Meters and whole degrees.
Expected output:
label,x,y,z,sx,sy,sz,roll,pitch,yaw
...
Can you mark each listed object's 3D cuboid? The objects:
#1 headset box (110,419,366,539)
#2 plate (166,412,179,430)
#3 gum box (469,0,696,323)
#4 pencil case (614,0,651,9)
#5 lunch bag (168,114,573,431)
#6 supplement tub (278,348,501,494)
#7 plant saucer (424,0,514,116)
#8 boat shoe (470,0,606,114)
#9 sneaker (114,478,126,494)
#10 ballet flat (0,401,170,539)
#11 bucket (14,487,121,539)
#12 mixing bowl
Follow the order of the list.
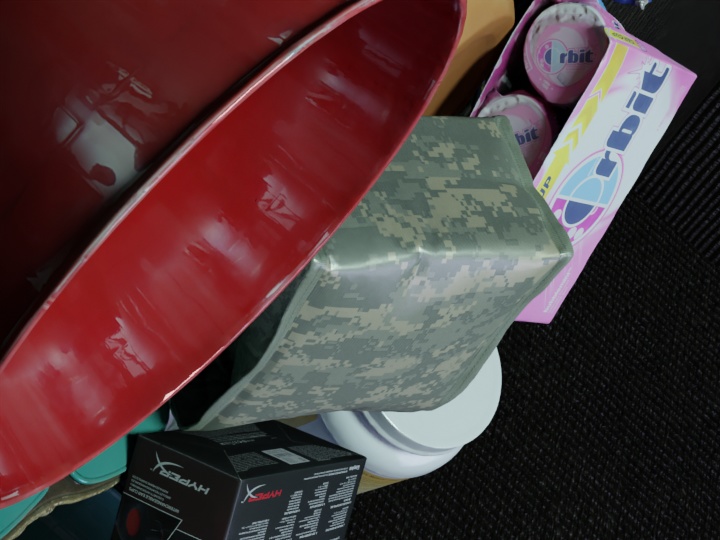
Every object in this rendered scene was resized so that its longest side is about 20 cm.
label,x,y,z,sx,sy,sz,roll,pitch,yaw
headset box,-0.084,0.195,0.831,0.148,0.075,0.201,3,104,-62
plate,-0.083,0.042,0.989,0.200,0.032,0.200,-52,170,33
gum box,0.117,-0.068,0.894,0.113,0.066,0.201,6,117,-53
pencil case,0.149,-0.203,0.830,0.078,0.087,0.200,-15,178,15
lunch bag,-0.009,0.013,0.786,0.163,0.118,0.200,-3,144,-31
supplement tub,0.001,0.094,1.093,0.144,0.145,0.200,-40,-173,-36
plant saucer,0.025,-0.101,0.849,0.200,0.037,0.200,-45,171,-9
boat shoe,0.121,-0.137,0.988,0.069,0.084,0.200,-47,169,-12
sneaker,-0.115,0.133,1.026,0.200,0.066,0.079,-26,-157,39
ballet flat,-0.178,0.100,0.751,0.065,0.071,0.200,-20,-177,31
bucket,-0.201,0.237,0.956,0.207,0.135,0.207,-44,171,-9
mixing bowl,-0.075,-0.039,0.414,0.200,0.108,0.200,-45,170,-10
